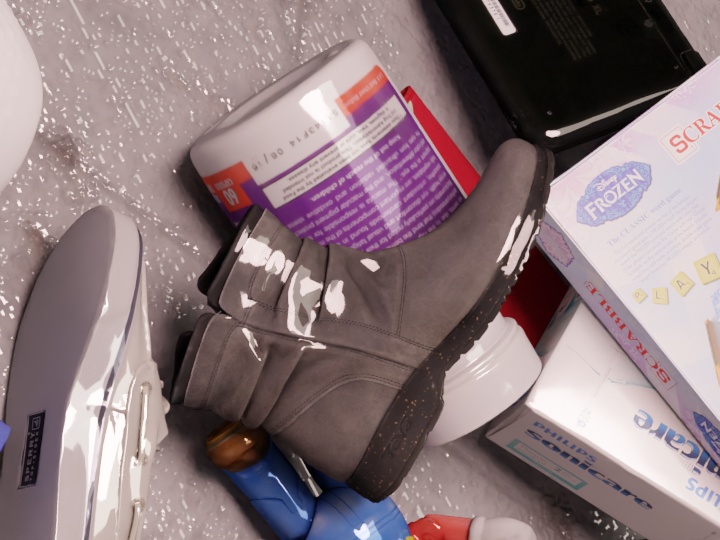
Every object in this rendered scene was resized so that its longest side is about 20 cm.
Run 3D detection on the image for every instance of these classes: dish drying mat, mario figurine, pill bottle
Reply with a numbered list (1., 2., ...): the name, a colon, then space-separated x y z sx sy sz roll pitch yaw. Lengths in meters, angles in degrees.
1. dish drying mat: 0.070 -0.010 1.239 0.200 0.018 0.077 50 49 -16
2. mario figurine: 0.013 0.143 1.070 0.200 0.123 0.106 55 13 -3
3. pill bottle: 0.009 -0.011 1.123 0.111 0.111 0.200 -43 103 -41

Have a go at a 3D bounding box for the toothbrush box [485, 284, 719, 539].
1. toothbrush box: 0.185 0.042 1.193 0.146 0.085 0.200 31 68 -2

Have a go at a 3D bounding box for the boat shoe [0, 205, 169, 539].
1. boat shoe: -0.122 0.071 1.011 0.066 0.072 0.200 22 62 -38

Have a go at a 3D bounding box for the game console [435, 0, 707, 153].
1. game console: 0.129 -0.146 1.294 0.176 0.116 0.200 -21 63 -16

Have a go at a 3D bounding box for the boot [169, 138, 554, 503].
1. boot: 0.000 0.000 1.034 0.132 0.070 0.200 30 79 -4

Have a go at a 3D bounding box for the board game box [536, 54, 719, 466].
1. board game box: 0.222 -0.013 1.151 0.200 0.041 0.200 -36 84 -19

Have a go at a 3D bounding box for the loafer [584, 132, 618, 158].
1. loafer: 0.201 0.005 1.288 0.072 0.063 0.200 -37 86 -20

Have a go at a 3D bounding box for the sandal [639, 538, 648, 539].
1. sandal: 0.221 0.202 1.275 0.200 0.048 0.075 17 65 -37

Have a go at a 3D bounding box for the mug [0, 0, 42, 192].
1. mug: -0.231 -0.071 0.910 0.175 0.148 0.200 30 49 -42

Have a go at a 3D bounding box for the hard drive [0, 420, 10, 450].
1. hard drive: -0.259 0.063 0.924 0.200 0.025 0.132 42 52 -23
